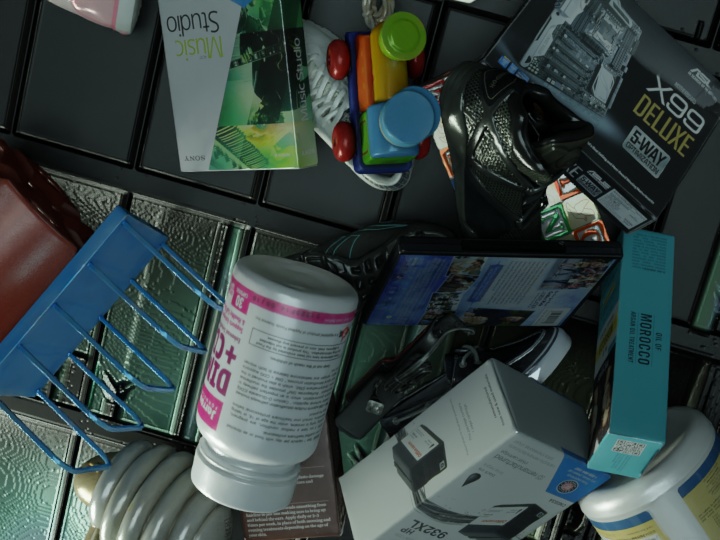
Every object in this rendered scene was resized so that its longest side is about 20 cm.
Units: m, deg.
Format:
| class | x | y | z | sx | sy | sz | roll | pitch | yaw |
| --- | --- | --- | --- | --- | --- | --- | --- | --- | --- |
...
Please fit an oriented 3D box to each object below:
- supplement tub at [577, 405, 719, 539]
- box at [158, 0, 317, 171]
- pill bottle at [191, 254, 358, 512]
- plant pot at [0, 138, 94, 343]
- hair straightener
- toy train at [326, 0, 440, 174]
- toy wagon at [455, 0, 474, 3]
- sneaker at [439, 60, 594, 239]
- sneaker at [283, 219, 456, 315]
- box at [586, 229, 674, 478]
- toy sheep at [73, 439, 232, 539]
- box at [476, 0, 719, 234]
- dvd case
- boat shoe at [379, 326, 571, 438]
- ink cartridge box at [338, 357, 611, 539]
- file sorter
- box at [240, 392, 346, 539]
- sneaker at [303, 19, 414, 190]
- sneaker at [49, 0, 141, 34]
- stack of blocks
| class | x | y | z | sx | sy | sz | roll | pitch | yaw |
| --- | --- | --- | --- | --- | --- | --- | --- | --- | --- |
| supplement tub | 0.307 | 0.244 | 1.083 | 0.144 | 0.145 | 0.201 | -34 | 98 | 10 |
| box | -0.113 | -0.190 | 1.045 | 0.143 | 0.036 | 0.203 | 2 | 105 | 35 |
| pill bottle | -0.080 | 0.099 | 1.024 | 0.112 | 0.113 | 0.203 | 16 | 102 | 0 |
| plant pot | -0.353 | -0.002 | 1.066 | 0.195 | 0.201 | 0.201 | -41 | 97 | 3 |
| hair straightener | 0.037 | 0.105 | 1.064 | 0.041 | 0.077 | 0.200 | 39 | 133 | -11 |
| toy train | 0.022 | -0.188 | 0.970 | 0.083 | 0.116 | 0.204 | -3 | 87 | -13 |
| toy wagon | 0.087 | -0.343 | 1.028 | 0.153 | 0.040 | 0.203 | 13 | 103 | 1 |
| sneaker | 0.136 | -0.071 | 0.962 | 0.113 | 0.076 | 0.202 | 21 | 138 | 41 |
| sneaker | 0.000 | 0.000 | 1.091 | 0.197 | 0.079 | 0.077 | -12 | 107 | 12 |
| box | 0.237 | 0.070 | 1.028 | 0.048 | 0.083 | 0.203 | 10 | 60 | 2 |
| toy sheep | -0.190 | 0.238 | 1.125 | 0.198 | 0.138 | 0.140 | 25 | 103 | 11 |
| box | 0.208 | -0.156 | 1.014 | 0.200 | 0.050 | 0.158 | 41 | 65 | -5 |
| dvd case | 0.111 | 0.012 | 1.017 | 0.197 | 0.143 | 0.018 | 1 | 62 | -13 |
| boat shoe | 0.105 | 0.104 | 1.111 | 0.199 | 0.072 | 0.068 | -36 | 99 | 18 |
| ink cartridge box | 0.102 | 0.189 | 1.065 | 0.144 | 0.084 | 0.200 | 27 | 123 | -38 |
| file sorter | -0.221 | 0.067 | 1.055 | 0.122 | 0.139 | 0.201 | 40 | 88 | 8 |
| box | -0.073 | 0.153 | 1.130 | 0.098 | 0.075 | 0.203 | -5 | 103 | 5 |
| sneaker | -0.024 | -0.155 | 1.057 | 0.200 | 0.081 | 0.076 | 45 | 103 | -4 |
| sneaker | -0.230 | -0.320 | 1.037 | 0.103 | 0.075 | 0.203 | 15 | 107 | -5 |
| stack of blocks | 0.138 | -0.095 | 1.067 | 0.114 | 0.059 | 0.202 | -22 | 99 | 8 |
